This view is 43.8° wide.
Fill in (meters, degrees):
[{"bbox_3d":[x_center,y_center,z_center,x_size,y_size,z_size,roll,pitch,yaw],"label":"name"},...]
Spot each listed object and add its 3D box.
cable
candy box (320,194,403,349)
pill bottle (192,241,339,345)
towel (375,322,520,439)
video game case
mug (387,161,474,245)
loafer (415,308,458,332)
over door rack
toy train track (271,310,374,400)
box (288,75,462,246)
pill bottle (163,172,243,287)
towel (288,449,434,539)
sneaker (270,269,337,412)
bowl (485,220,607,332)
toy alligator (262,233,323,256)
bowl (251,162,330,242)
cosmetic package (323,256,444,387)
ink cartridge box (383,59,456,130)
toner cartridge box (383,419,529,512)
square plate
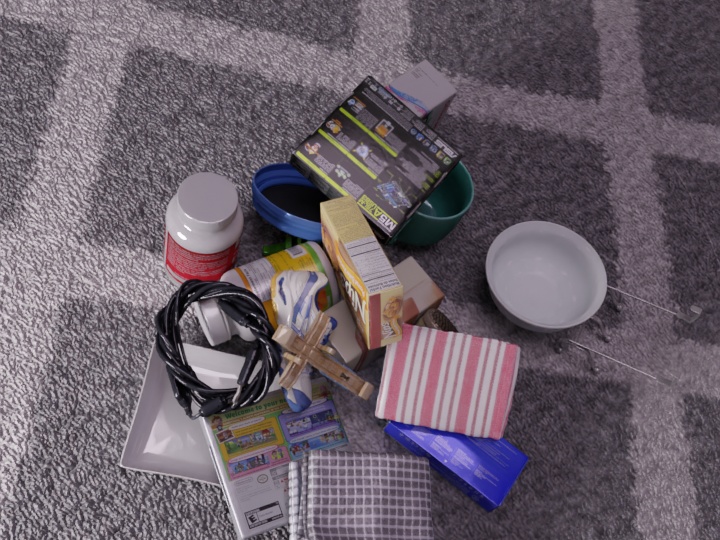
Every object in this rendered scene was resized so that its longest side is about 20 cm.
[{"bbox_3d":[-0.198,0.096,1.232,0.163,0.051,0.200,-23,70,10],"label":"cable"},{"bbox_3d":[0.000,0.000,1.283,0.055,0.116,0.200,-17,48,-13],"label":"candy box"},{"bbox_3d":[-0.142,0.039,1.341,0.200,0.111,0.111,-21,69,-17],"label":"pill bottle"},{"bbox_3d":[0.128,0.161,1.316,0.200,0.030,0.147,11,90,-7],"label":"towel"},{"bbox_3d":[-0.107,0.259,1.262,0.200,0.022,0.182,-13,72,-30],"label":"video game case"},{"bbox_3d":[0.082,-0.115,1.475,0.185,0.114,0.152,-12,66,-27],"label":"mug"},{"bbox_3d":[0.146,0.148,1.377,0.200,0.068,0.076,53,28,-8],"label":"loafer"},{"bbox_3d":[0.437,0.105,1.473,0.200,0.067,0.148,17,57,20],"label":"over door rack"},{"bbox_3d":[-0.042,0.132,1.236,0.200,0.033,0.115,39,76,-40],"label":"toy train track"},{"bbox_3d":[0.026,-0.172,1.382,0.200,0.048,0.193,40,70,1],"label":"box"},{"bbox_3d":[-0.232,-0.056,1.321,0.112,0.200,0.112,6,62,-11],"label":"pill bottle"},{"bbox_3d":[0.004,0.331,1.218,0.200,0.086,0.166,9,66,-24],"label":"towel"},{"bbox_3d":[-0.074,0.098,1.258,0.088,0.075,0.200,-5,94,-3],"label":"sneaker"},{"bbox_3d":[0.292,0.025,1.471,0.201,0.090,0.201,4,59,-6],"label":"bowl"},{"bbox_3d":[-0.055,-0.031,1.438,0.200,0.054,0.059,7,61,-11],"label":"toy alligator"},{"bbox_3d":[-0.077,-0.108,1.434,0.200,0.039,0.201,14,30,-8],"label":"bowl"},{"bbox_3d":[0.020,0.078,1.372,0.200,0.103,0.087,-32,73,-25],"label":"cosmetic package"},{"bbox_3d":[0.054,-0.247,1.529,0.200,0.145,0.084,-38,78,-28],"label":"ink cartridge box"},{"bbox_3d":[0.142,0.259,1.339,0.200,0.043,0.095,37,60,7],"label":"toner cartridge box"},{"bbox_3d":[-0.220,0.208,1.283,0.200,0.028,0.198,13,61,-7],"label":"square plate"}]
